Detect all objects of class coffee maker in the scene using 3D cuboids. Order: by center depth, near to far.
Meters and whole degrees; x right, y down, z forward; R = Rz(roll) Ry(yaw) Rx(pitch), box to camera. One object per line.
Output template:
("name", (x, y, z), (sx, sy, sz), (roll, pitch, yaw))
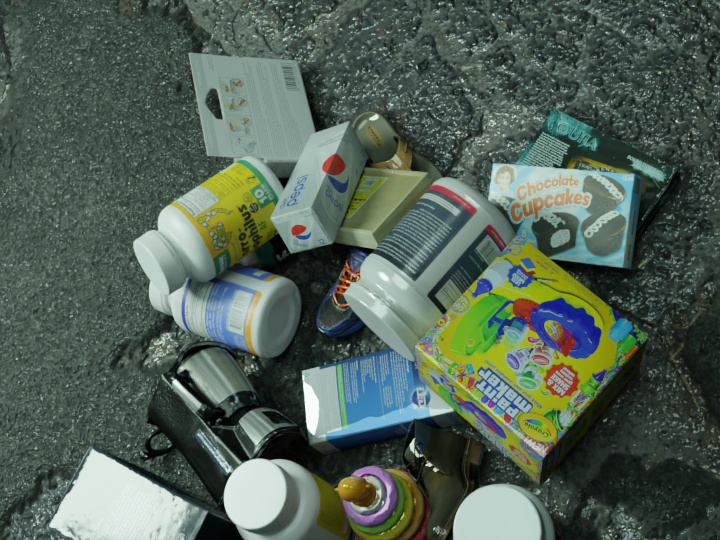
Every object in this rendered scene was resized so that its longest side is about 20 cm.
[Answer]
("coffee maker", (-0.179, 0.225, 1.570), (0.200, 0.133, 0.194), (44, 129, 36))

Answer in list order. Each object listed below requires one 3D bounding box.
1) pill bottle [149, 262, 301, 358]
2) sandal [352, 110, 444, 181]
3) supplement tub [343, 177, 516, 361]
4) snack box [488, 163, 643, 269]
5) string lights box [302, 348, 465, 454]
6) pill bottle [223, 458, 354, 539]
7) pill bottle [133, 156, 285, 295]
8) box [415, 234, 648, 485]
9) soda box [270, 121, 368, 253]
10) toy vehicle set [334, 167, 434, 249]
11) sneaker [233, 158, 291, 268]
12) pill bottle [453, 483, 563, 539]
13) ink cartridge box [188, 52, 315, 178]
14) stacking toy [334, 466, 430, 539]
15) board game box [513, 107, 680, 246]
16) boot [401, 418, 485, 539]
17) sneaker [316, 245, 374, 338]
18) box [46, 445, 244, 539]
("pill bottle", (-0.190, 0.042, 1.658), (0.198, 0.112, 0.113), (16, 74, 27))
("sandal", (0.047, -0.161, 1.683), (0.081, 0.055, 0.201), (-36, 59, 4))
("supplement tub", (0.088, -0.002, 1.498), (0.140, 0.141, 0.200), (37, 79, 30))
("snack box", (0.256, -0.071, 1.536), (0.198, 0.037, 0.118), (7, 89, 33))
("string lights box", (0.028, 0.162, 1.548), (0.197, 0.059, 0.104), (-14, 63, 16))
("pill bottle", (-0.087, 0.293, 1.455), (0.110, 0.200, 0.113), (-8, 65, 17))
("pill bottle", (-0.198, -0.056, 1.597), (0.199, 0.114, 0.113), (-35, 57, -23))
("box", (0.201, 0.107, 1.432), (0.199, 0.122, 0.193), (39, 75, 20))
("soda box", (-0.052, -0.114, 1.611), (0.067, 0.064, 0.201), (-13, 34, 28))
("toy vehicle set", (-0.004, -0.089, 1.622), (0.199, 0.027, 0.124), (11, 50, 50))
("sneaker", (-0.132, -0.103, 1.726), (0.079, 0.071, 0.203), (-12, 71, 14))
("pill bottle", (0.165, 0.302, 1.343), (0.112, 0.200, 0.116), (-4, 71, 13))
("ink cartridge box", (-0.156, -0.224, 1.733), (0.171, 0.044, 0.202), (0, 55, -22))
("stacking toy", (0.017, 0.275, 1.421), (0.114, 0.200, 0.111), (-8, 65, 19))
("board game box", (0.300, -0.117, 1.577), (0.199, 0.028, 0.136), (33, 82, 30))
("boot", (0.082, 0.250, 1.416), (0.096, 0.200, 0.075), (26, 116, 4))
("sneaker", (0.000, 0.000, 1.618), (0.075, 0.078, 0.201), (29, 80, 30))
("box", (-0.246, 0.331, 1.504), (0.198, 0.197, 0.119), (21, 77, 28))
